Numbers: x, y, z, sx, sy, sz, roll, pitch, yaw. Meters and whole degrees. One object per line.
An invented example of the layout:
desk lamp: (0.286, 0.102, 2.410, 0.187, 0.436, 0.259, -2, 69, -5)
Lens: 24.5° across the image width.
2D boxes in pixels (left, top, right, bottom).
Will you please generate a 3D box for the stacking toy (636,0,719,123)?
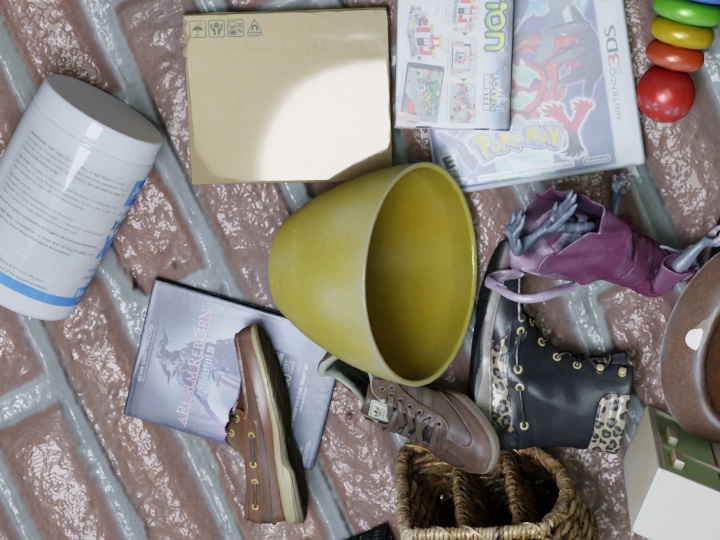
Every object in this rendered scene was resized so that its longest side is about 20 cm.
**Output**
stacking toy: (0.291, -0.231, 1.492, 0.084, 0.085, 0.202, 14, 107, 4)

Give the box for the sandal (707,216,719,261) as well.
sandal: (0.338, 0.046, 1.545, 0.045, 0.075, 0.202, 11, 100, -6)

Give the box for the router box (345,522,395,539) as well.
router box: (-0.035, 0.332, 1.578, 0.149, 0.200, 0.063, -23, 103, 11)

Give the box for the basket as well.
basket: (0.127, 0.221, 1.530, 0.142, 0.200, 0.150, -33, 103, 12)

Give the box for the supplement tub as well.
supplement tub: (-0.286, -0.067, 1.567, 0.131, 0.132, 0.201, 32, 104, 0)

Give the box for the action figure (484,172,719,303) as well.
action figure: (0.237, -0.007, 1.506, 0.199, 0.134, 0.150, 21, 101, -32)

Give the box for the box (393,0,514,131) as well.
box: (0.087, -0.230, 1.514, 0.109, 0.035, 0.202, 3, 101, 6)

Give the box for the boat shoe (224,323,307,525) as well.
boat shoe: (-0.100, 0.153, 1.600, 0.067, 0.072, 0.202, -9, 103, 6)

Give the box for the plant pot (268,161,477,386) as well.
plant pot: (0.000, 0.000, 1.531, 0.141, 0.199, 0.202, 3, 103, 34)

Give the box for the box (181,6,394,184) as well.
box: (-0.068, -0.164, 1.575, 0.198, 0.021, 0.165, -1, 101, 7)

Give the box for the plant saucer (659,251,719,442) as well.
plant saucer: (0.362, 0.069, 1.509, 0.198, 0.034, 0.202, -9, 111, -25)

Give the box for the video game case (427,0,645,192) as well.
video game case: (0.155, -0.174, 1.546, 0.198, 0.023, 0.184, -8, 100, 9)

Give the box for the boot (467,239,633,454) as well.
boot: (0.182, 0.079, 1.569, 0.149, 0.073, 0.202, 7, 89, -2)

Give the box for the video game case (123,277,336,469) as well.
video game case: (-0.124, 0.102, 1.639, 0.198, 0.019, 0.144, 15, 103, 3)

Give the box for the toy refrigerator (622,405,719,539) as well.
toy refrigerator: (0.289, 0.188, 1.511, 0.075, 0.200, 0.071, 22, 103, 3)

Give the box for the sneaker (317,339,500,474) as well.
sneaker: (0.041, 0.134, 1.552, 0.200, 0.075, 0.071, 36, 129, 34)
